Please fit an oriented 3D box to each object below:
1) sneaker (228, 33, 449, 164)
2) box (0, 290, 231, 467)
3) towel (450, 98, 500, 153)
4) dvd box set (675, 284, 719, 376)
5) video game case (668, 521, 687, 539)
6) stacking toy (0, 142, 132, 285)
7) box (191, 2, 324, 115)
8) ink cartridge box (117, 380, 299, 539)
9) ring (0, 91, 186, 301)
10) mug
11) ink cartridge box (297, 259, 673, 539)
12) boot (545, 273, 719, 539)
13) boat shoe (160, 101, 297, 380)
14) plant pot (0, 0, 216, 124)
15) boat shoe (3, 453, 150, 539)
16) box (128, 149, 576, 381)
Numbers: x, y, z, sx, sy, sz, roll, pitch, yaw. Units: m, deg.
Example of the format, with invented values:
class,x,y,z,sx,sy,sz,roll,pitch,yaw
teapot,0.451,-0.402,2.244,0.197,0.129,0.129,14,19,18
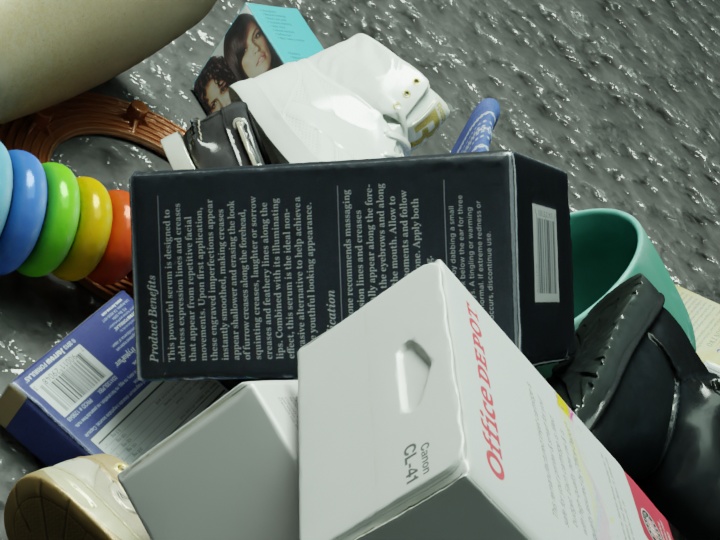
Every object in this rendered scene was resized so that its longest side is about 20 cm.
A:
class,x,y,z,sx,sy,sz,roll,pitch,yaw
sneaker,0.014,-0.067,1.080,0.115,0.074,0.200,-27,61,-13
box,-0.087,0.107,0.940,0.200,0.032,0.121,41,32,3
towel,0.050,-0.008,1.121,0.024,0.145,0.200,23,35,-7
dvd box set,0.195,0.043,1.249,0.200,0.029,0.146,25,29,17
video game case,0.232,0.190,1.023,0.143,0.018,0.200,24,51,-18
stacking toy,-0.171,-0.024,0.973,0.200,0.085,0.086,16,38,-33
box,-0.036,-0.082,1.186,0.049,0.082,0.200,0,48,-45
ink cartridge box,-0.005,0.131,0.840,0.145,0.084,0.200,59,18,15
ring,-0.132,-0.044,1.101,0.200,0.019,0.201,26,34,-19
mug,0.120,0.059,1.117,0.115,0.185,0.152,57,13,-23
ink cartridge box,0.064,0.116,0.760,0.200,0.086,0.148,46,21,-27
boot,0.168,0.113,0.955,0.168,0.076,0.200,46,41,-4
boat shoe,-0.046,-0.006,1.054,0.200,0.060,0.074,60,1,8
plant pot,-0.203,-0.172,1.062,0.187,0.187,0.200,36,43,-4
boat shoe,-0.079,0.161,0.840,0.200,0.074,0.069,46,35,10
box,0.000,0.000,0.919,0.148,0.199,0.108,2,86,-73
